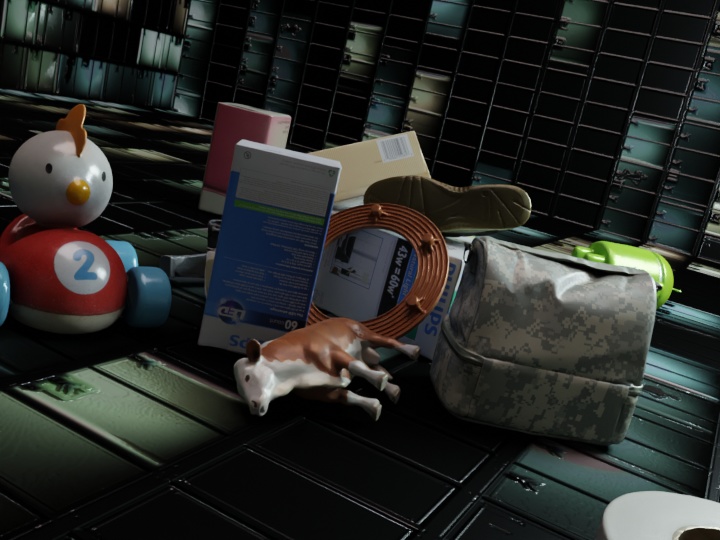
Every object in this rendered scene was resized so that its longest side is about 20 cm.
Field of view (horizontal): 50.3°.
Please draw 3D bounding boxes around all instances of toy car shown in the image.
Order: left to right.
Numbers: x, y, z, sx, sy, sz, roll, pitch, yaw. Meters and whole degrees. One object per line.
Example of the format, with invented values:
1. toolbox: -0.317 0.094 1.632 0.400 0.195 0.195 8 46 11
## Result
1. toy car: -0.283 -0.057 0.731 0.184 0.201 0.177 2 17 -39

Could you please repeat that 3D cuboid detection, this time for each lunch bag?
1. lunch bag: 0.182 0.063 0.758 0.199 0.169 0.139 13 13 -4

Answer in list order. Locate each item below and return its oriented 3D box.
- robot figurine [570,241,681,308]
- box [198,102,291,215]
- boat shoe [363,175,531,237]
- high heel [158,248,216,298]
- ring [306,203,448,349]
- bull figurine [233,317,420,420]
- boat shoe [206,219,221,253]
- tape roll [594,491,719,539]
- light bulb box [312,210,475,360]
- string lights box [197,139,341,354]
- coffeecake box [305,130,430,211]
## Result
1. robot figurine: 0.475 0.013 1.389 0.199 0.116 0.176 10 14 -15
2. box: -0.213 -0.202 1.426 0.108 0.201 0.128 15 13 8
3. boat shoe: 0.105 -0.071 0.935 0.200 0.072 0.066 3 -16 9
4. high heel: -0.126 0.008 0.905 0.199 0.072 0.142 18 14 42
5. ring: 0.000 0.000 0.858 0.200 0.201 0.019 21 -26 32
6. bull figurine: -0.026 0.086 0.690 0.121 0.065 0.200 21 17 15
7. boat shoe: -0.121 -0.041 1.034 0.199 0.068 0.072 5 13 26
8. tape roll: 0.249 0.210 0.491 0.202 0.037 0.203 13 13 -3
9. light bulb box: 0.077 0.010 0.978 0.199 0.125 0.198 23 16 33
10. string lights box: -0.090 -0.018 0.755 0.102 0.201 0.059 12 13 -6
11. coffeecake box: -0.007 -0.104 1.054 0.153 0.073 0.200 -15 -12 -14
